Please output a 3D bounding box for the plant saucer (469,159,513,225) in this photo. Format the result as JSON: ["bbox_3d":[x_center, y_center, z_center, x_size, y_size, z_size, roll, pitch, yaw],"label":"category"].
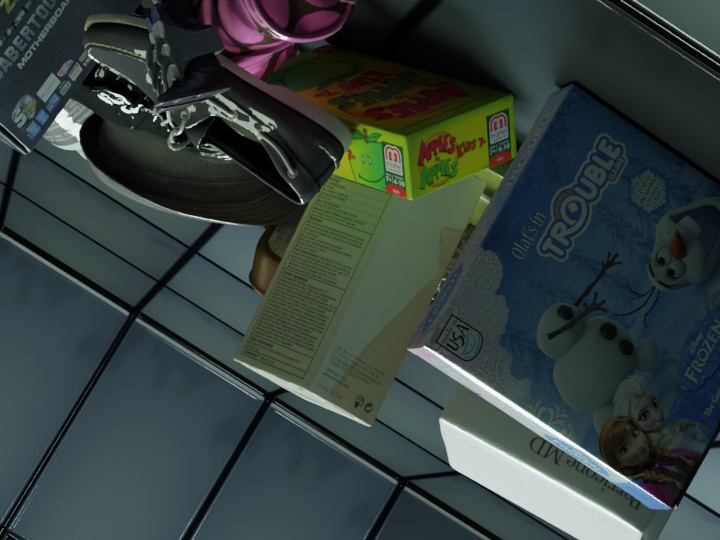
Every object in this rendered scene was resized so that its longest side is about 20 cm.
[{"bbox_3d":[0.112,-0.056,1.810,0.199,0.031,0.200,31,169,7],"label":"plant saucer"}]

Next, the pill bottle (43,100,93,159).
[{"bbox_3d":[-0.262,-0.177,2.073,0.113,0.114,0.200,18,163,49],"label":"pill bottle"}]

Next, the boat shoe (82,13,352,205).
[{"bbox_3d":[-0.105,-0.109,1.597,0.199,0.063,0.073,26,165,4],"label":"boat shoe"}]

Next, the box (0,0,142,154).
[{"bbox_3d":[-0.223,-0.201,1.622,0.051,0.201,0.158,29,169,36],"label":"box"}]

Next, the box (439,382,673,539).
[{"bbox_3d":[0.191,0.121,2.004,0.198,0.172,0.200,29,169,12],"label":"box"}]

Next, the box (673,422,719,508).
[{"bbox_3d":[0.195,0.056,1.735,0.200,0.161,0.044,38,168,-30],"label":"box"}]

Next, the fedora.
[{"bbox_3d":[-0.128,-0.121,1.933,0.199,0.177,0.091,18,124,14],"label":"fedora"}]

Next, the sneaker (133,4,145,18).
[{"bbox_3d":[-0.223,-0.244,1.769,0.098,0.071,0.201,42,164,23],"label":"sneaker"}]

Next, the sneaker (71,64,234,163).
[{"bbox_3d":[-0.162,-0.136,1.772,0.199,0.060,0.104,13,163,31],"label":"sneaker"}]

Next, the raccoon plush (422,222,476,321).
[{"bbox_3d":[0.083,-0.003,1.823,0.199,0.097,0.134,34,161,-13],"label":"raccoon plush"}]

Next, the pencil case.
[{"bbox_3d":[-0.061,-0.176,1.596,0.093,0.091,0.200,17,171,-15],"label":"pencil case"}]

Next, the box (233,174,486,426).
[{"bbox_3d":[0.000,0.000,1.736,0.095,0.201,0.078,21,172,47],"label":"box"}]

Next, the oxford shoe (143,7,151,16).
[{"bbox_3d":[-0.138,-0.188,1.852,0.199,0.071,0.073,16,142,41],"label":"oxford shoe"}]

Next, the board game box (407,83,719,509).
[{"bbox_3d":[0.163,0.018,1.539,0.198,0.201,0.043,32,167,-10],"label":"board game box"}]

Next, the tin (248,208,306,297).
[{"bbox_3d":[-0.023,-0.014,1.922,0.111,0.042,0.200,17,-159,3],"label":"tin"}]

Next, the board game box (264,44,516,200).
[{"bbox_3d":[0.004,-0.107,1.673,0.199,0.101,0.048,20,123,46],"label":"board game box"}]

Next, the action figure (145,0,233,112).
[{"bbox_3d":[-0.133,-0.205,1.519,0.130,0.069,0.202,165,89,-71],"label":"action figure"}]
